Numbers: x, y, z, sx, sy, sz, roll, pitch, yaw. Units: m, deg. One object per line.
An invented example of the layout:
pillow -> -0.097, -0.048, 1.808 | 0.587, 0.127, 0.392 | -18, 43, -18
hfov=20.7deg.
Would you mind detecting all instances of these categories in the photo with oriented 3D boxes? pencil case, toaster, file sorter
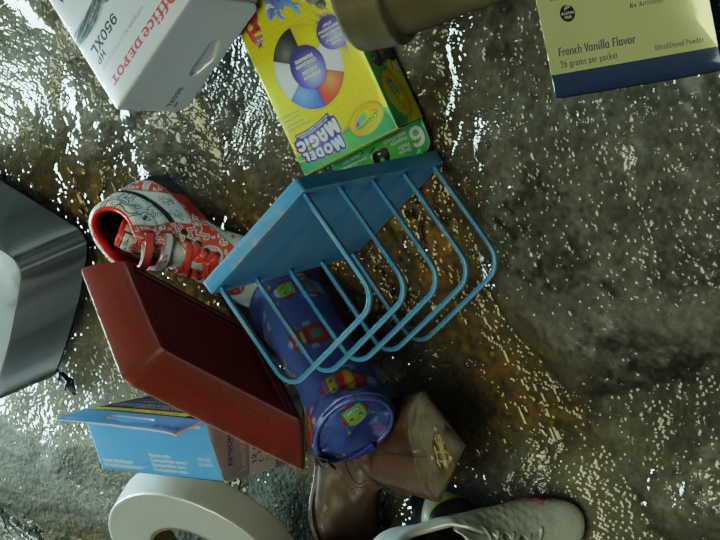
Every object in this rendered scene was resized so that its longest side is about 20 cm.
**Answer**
pencil case -> -0.034, 0.085, 1.724 | 0.200, 0.077, 0.087 | -120, 9, -48
toaster -> -0.368, 0.018, 1.943 | 0.199, 0.118, 0.182 | 30, 120, 20
file sorter -> 0.000, 0.000, 1.647 | 0.139, 0.199, 0.123 | -45, 73, 34

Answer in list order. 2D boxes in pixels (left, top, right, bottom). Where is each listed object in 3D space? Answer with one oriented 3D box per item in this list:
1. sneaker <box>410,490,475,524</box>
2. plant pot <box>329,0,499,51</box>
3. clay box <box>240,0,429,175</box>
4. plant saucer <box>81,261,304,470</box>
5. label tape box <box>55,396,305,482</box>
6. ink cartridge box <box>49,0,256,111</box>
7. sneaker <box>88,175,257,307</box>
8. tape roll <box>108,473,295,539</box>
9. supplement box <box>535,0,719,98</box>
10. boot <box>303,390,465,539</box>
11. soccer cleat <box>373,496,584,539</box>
sneaker -> 0.078, 0.282, 1.796 | 0.083, 0.071, 0.202 | 33, 128, 55
plant pot -> 0.070, -0.282, 1.543 | 0.172, 0.200, 0.202 | -5, 103, 17
clay box -> -0.028, -0.173, 1.709 | 0.114, 0.047, 0.201 | -25, 90, 37
plant saucer -> -0.141, 0.073, 1.738 | 0.037, 0.199, 0.200 | -53, 32, 13
label tape box -> -0.162, 0.154, 1.805 | 0.142, 0.199, 0.067 | 2, 97, 32
ink cartridge box -> -0.197, -0.260, 1.736 | 0.145, 0.084, 0.201 | -51, 61, 33
sneaker -> -0.157, -0.010, 1.807 | 0.201, 0.108, 0.068 | 35, 121, 17
tape roll -> -0.148, 0.268, 1.884 | 0.201, 0.037, 0.204 | 18, 140, 15
supplement box -> 0.221, -0.250, 1.435 | 0.133, 0.199, 0.202 | -7, 102, 34
boot -> 0.028, 0.198, 1.746 | 0.199, 0.064, 0.188 | -5, 102, 55
soccer cleat -> 0.104, 0.236, 1.685 | 0.085, 0.198, 0.069 | 155, 108, -76
